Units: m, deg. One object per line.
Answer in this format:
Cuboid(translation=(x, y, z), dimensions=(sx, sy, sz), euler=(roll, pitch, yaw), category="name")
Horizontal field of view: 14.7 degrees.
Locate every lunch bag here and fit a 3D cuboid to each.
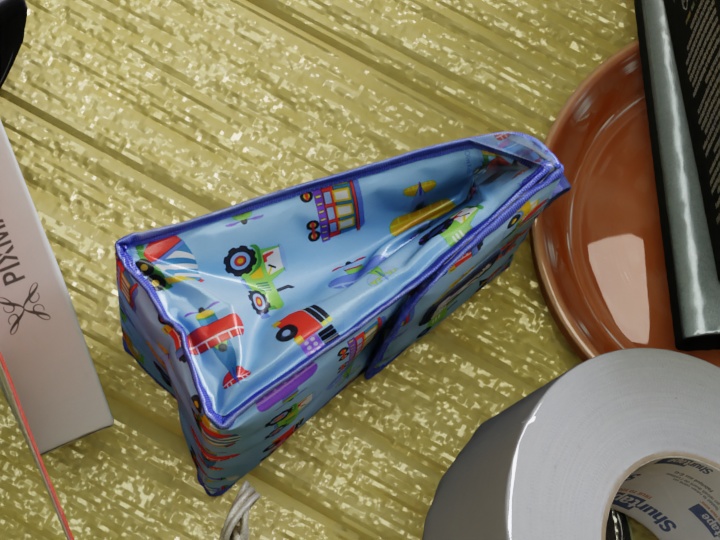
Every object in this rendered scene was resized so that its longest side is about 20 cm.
Cuboid(translation=(0.000, 0.000, 1.218), dimensions=(0.199, 0.151, 0.094), euler=(-29, 78, -11), category="lunch bag")

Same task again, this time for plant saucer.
Cuboid(translation=(0.177, -0.019, 1.297), dimensions=(0.199, 0.032, 0.201), euler=(1, 73, -3), category="plant saucer")

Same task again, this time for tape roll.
Cuboid(translation=(0.125, 0.137, 1.184), dimensions=(0.200, 0.066, 0.201), euler=(16, 58, -28), category="tape roll")

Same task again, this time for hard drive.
Cuboid(translation=(0.202, -0.066, 1.279), dimensions=(0.139, 0.033, 0.201), euler=(-4, 74, -5), category="hard drive")

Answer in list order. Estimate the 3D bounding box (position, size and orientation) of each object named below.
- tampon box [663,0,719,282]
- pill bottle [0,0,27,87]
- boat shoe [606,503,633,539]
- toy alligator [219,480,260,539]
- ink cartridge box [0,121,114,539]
Cuboid(translation=(0.219, -0.113, 1.211), dimensions=(0.149, 0.126, 0.201), euler=(-8, 75, -5), category="tampon box")
Cuboid(translation=(-0.260, -0.131, 1.259), dimensions=(0.200, 0.112, 0.112), euler=(33, 75, 6), category="pill bottle")
Cuboid(translation=(0.082, 0.182, 1.216), dimensions=(0.073, 0.065, 0.201), euler=(12, 73, 0), category="boat shoe")
Cuboid(translation=(-0.066, 0.188, 1.177), dimensions=(0.054, 0.059, 0.201), euler=(24, 73, 4), category="toy alligator")
Cuboid(translation=(-0.147, -0.002, 1.152), dimensions=(0.043, 0.201, 0.174), euler=(-23, 38, -9), category="ink cartridge box")
